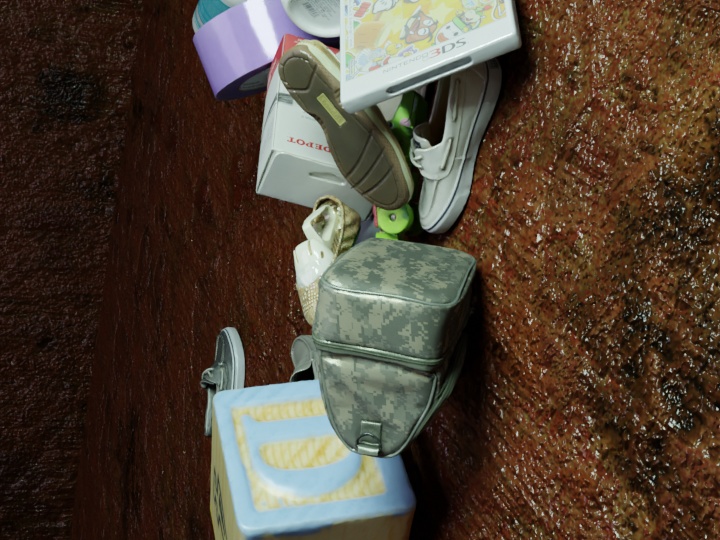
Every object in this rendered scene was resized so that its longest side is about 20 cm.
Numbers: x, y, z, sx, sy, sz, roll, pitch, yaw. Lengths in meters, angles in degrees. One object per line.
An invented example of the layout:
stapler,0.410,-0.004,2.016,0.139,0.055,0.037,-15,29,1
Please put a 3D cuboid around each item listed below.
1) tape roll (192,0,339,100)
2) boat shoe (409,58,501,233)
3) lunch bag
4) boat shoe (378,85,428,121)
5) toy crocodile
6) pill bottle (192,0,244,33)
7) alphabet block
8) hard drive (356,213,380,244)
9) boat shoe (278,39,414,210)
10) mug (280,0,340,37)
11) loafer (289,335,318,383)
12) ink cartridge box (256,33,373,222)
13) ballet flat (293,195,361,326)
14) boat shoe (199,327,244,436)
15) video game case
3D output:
tape roll,-0.118,-0.306,1.382,0.200,0.199,0.086,-16,96,66
boat shoe,0.083,-0.130,1.066,0.071,0.069,0.201,-114,35,-50
lunch bag,0.034,0.072,0.999,0.200,0.138,0.169,-51,-30,-70
boat shoe,0.055,-0.263,1.205,0.063,0.072,0.202,-3,-88,-70
toy crocodile,0.042,-0.100,1.138,0.061,0.067,0.202,9,95,23
pill bottle,-0.224,-0.484,1.821,0.200,0.110,0.112,136,134,-58
alphabet block,-0.062,0.261,1.146,0.197,0.194,0.201,-109,20,-47
hard drive,0.000,0.000,1.292,0.200,0.033,0.141,143,128,-61
boat shoe,-0.001,-0.160,1.082,0.071,0.076,0.201,-26,103,35
mug,-0.023,-0.365,1.262,0.200,0.146,0.177,56,-143,-52
loafer,-0.063,0.141,1.366,0.200,0.069,0.071,-134,52,-61
ink cartridge box,-0.043,-0.172,1.236,0.083,0.146,0.201,122,157,-49
ballet flat,-0.044,-0.017,1.121,0.070,0.065,0.201,-33,25,23
boat shoe,-0.243,0.194,1.790,0.072,0.070,0.202,136,135,-58
video game case,0.062,-0.261,1.017,0.181,0.023,0.201,-18,49,21
